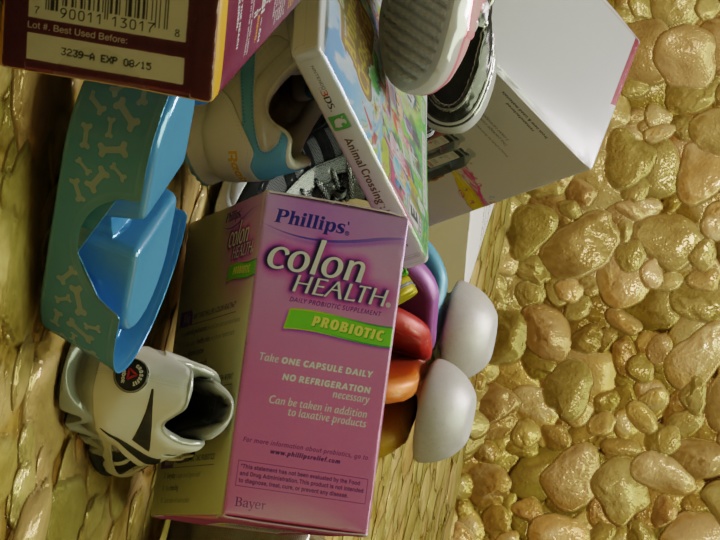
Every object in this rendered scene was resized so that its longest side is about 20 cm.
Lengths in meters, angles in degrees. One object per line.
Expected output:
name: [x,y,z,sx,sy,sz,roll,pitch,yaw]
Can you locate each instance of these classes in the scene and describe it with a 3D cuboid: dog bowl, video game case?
dog bowl: [-0.126,-0.041,1.326,0.112,0.050,0.200,-62,169,-54]
video game case: [0.003,-0.130,1.613,0.200,0.022,0.182,-88,156,-51]

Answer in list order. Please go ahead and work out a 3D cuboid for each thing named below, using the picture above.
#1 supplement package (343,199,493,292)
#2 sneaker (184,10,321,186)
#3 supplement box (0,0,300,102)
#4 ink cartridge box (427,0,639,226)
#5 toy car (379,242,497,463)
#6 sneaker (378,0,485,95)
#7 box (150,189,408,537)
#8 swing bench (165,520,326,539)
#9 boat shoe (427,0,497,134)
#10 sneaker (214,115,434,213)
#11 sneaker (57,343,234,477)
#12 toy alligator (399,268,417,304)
supplement package: [0.061,-0.090,2.277,0.200,0.121,0.120,-69,166,-48]
sneaker: [-0.051,-0.144,1.609,0.077,0.081,0.200,48,48,-54]
supplement box: [-0.097,-0.161,1.256,0.200,0.110,0.086,-59,158,-66]
ink cartridge box: [0.081,-0.145,1.910,0.145,0.200,0.145,44,50,-27]
toy car: [0.012,0.047,1.960,0.150,0.175,0.200,89,15,-45]
sneaker: [0.075,-0.198,1.649,0.105,0.075,0.200,23,62,-40]
box: [-0.054,0.064,1.567,0.176,0.097,0.200,162,-65,-70]
swing bench: [-0.089,0.253,1.731,0.200,0.130,0.199,77,25,-55]
boat shoe: [0.059,-0.197,1.743,0.064,0.071,0.200,4,85,-85]
sneaker: [-0.023,-0.061,1.742,0.200,0.114,0.076,-57,164,-36]
sneaker: [-0.117,0.088,1.488,0.200,0.088,0.074,62,37,-78]
toy alligator: [0.000,0.000,1.681,0.059,0.054,0.200,61,2,5]
